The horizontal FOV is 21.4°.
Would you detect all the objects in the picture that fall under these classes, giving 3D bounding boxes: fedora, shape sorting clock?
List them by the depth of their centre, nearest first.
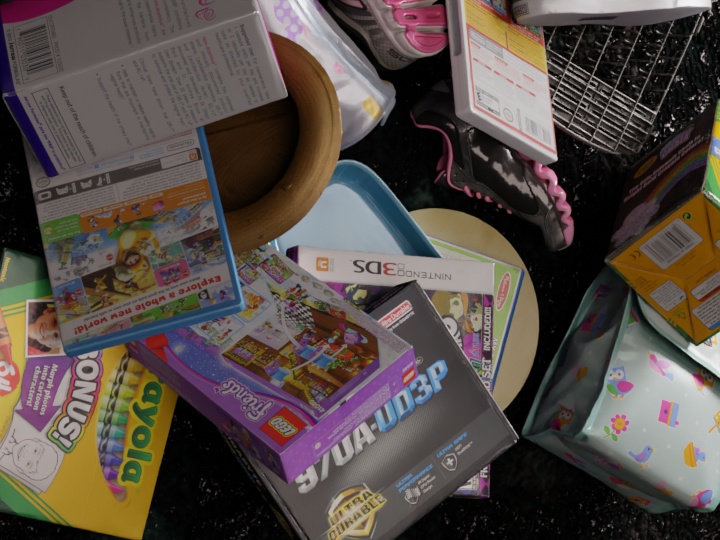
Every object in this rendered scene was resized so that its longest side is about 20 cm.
[{"bbox_3d":[-0.094,-0.096,1.536,0.082,0.200,0.202,26,80,-61],"label":"fedora"},{"bbox_3d":[0.066,0.046,1.676,0.199,0.039,0.201,1,85,-17],"label":"shape sorting clock"}]

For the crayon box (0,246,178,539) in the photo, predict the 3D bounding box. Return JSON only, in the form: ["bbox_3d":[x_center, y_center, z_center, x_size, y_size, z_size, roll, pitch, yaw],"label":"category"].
[{"bbox_3d":[-0.236,0.099,1.520,0.172,0.058,0.201,16,86,-26],"label":"crayon box"}]

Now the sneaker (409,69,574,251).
[{"bbox_3d":[0.114,-0.090,1.682,0.095,0.079,0.200,-34,107,1],"label":"sneaker"}]

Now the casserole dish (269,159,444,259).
[{"bbox_3d":[0.000,0.000,1.618,0.121,0.039,0.200,-41,99,-16],"label":"casserole dish"}]

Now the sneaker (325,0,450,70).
[{"bbox_3d":[-0.004,-0.251,1.604,0.074,0.087,0.201,-28,83,-37],"label":"sneaker"}]

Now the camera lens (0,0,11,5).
[{"bbox_3d":[-0.283,-0.303,1.413,0.159,0.160,0.201,-28,105,-22],"label":"camera lens"}]

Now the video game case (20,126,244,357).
[{"bbox_3d":[-0.180,-0.045,1.481,0.142,0.018,0.201,-15,70,1],"label":"video game case"}]

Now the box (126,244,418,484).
[{"bbox_3d":[-0.072,0.062,1.470,0.137,0.200,0.039,-37,140,-23],"label":"box"}]

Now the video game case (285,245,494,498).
[{"bbox_3d":[0.023,0.086,1.574,0.180,0.036,0.201,5,82,-21],"label":"video game case"}]

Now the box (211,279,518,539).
[{"bbox_3d":[0.005,0.128,1.517,0.200,0.046,0.159,-35,96,-20],"label":"box"}]

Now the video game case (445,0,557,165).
[{"bbox_3d":[0.117,-0.203,1.622,0.143,0.017,0.201,23,57,-51],"label":"video game case"}]

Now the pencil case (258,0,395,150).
[{"bbox_3d":[-0.057,-0.192,1.572,0.200,0.090,0.083,50,33,-22],"label":"pencil case"}]

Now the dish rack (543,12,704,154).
[{"bbox_3d":[0.229,-0.212,1.732,0.153,0.054,0.201,27,84,-24],"label":"dish rack"}]

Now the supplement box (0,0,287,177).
[{"bbox_3d":[-0.169,-0.167,1.453,0.199,0.102,0.104,-19,141,2],"label":"supplement box"}]

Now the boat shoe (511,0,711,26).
[{"bbox_3d":[0.221,-0.247,1.658,0.199,0.069,0.057,-5,86,-27],"label":"boat shoe"}]

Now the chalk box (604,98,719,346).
[{"bbox_3d":[0.317,-0.056,1.718,0.124,0.125,0.200,41,37,-13],"label":"chalk box"}]

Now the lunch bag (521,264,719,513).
[{"bbox_3d":[0.268,0.099,1.737,0.170,0.122,0.201,32,71,-22],"label":"lunch bag"}]
